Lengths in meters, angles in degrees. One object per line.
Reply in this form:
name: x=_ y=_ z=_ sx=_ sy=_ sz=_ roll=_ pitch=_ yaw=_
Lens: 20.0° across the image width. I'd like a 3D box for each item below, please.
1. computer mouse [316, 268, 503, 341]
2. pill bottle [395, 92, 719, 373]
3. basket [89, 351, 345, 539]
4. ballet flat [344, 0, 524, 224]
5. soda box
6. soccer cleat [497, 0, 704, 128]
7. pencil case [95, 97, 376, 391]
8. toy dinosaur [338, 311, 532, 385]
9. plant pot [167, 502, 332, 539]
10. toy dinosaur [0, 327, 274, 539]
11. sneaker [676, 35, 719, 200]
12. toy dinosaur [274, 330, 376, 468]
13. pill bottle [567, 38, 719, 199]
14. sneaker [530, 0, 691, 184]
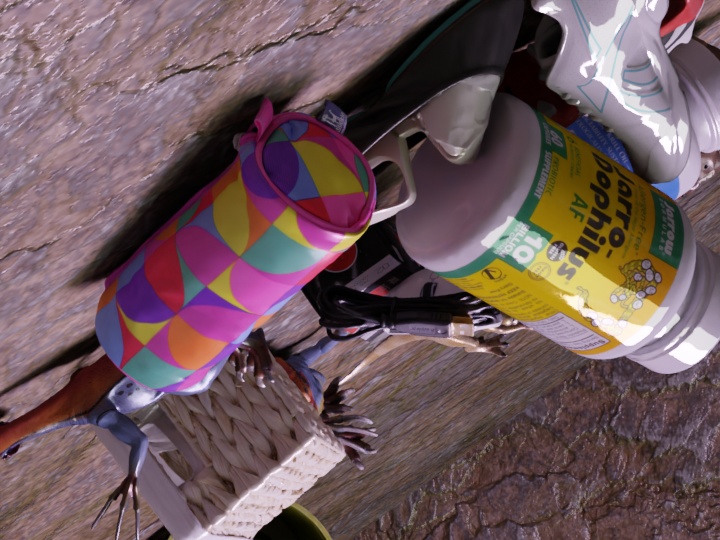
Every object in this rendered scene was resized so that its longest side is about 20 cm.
computer mouse: x=0.045 y=0.019 z=1.332 sx=0.109 sy=0.044 sz=0.200 roll=-3 pitch=180 yaw=12
pill bottle: x=0.129 y=-0.014 z=1.226 sx=0.200 sy=0.113 sz=0.113 roll=30 pitch=126 yaw=-30
basket: x=-0.100 y=0.115 z=1.463 sx=0.123 sy=0.136 sz=0.200 roll=-38 pitch=169 yaw=-2
ballet flat: x=0.026 y=-0.076 z=1.161 sx=0.200 sy=0.068 sz=0.068 roll=-38 pitch=165 yaw=16
soda box: x=0.000 y=0.000 z=1.437 sx=0.071 sy=0.063 sz=0.200 roll=-35 pitch=169 yaw=5
soccer cleat: x=0.136 y=-0.122 z=1.287 sx=0.200 sy=0.069 sz=0.085 roll=-37 pitch=155 yaw=-10
pencil case: x=-0.072 y=-0.011 z=1.127 sx=0.088 sy=0.088 sz=0.200 roll=-23 pitch=164 yaw=-47
toy dinosaur: x=0.066 y=0.036 z=1.514 sx=0.101 sy=0.058 sz=0.200 roll=0 pitch=165 yaw=-34
plant pot: x=-0.125 y=0.336 z=2.272 sx=0.200 sy=0.201 sz=0.193 roll=-34 pitch=-178 yaw=-4
toy dinosaur: x=-0.157 y=0.063 z=1.305 sx=0.181 sy=0.200 sz=0.105 roll=-7 pitch=-162 yaw=-21
sneaker: x=0.234 y=-0.079 z=1.557 sx=0.200 sy=0.075 sz=0.070 roll=-61 pitch=180 yaw=-1
toy dinosaur: x=-0.053 y=0.118 z=1.719 sx=0.200 sy=0.105 sz=0.181 roll=-27 pitch=153 yaw=23
pill bottle: x=0.172 y=-0.082 z=1.464 sx=0.200 sy=0.112 sz=0.112 roll=-33 pitch=169 yaw=-10
sneaker: x=0.143 y=-0.123 z=1.198 sx=0.080 sy=0.070 sz=0.200 roll=-22 pitch=135 yaw=0
